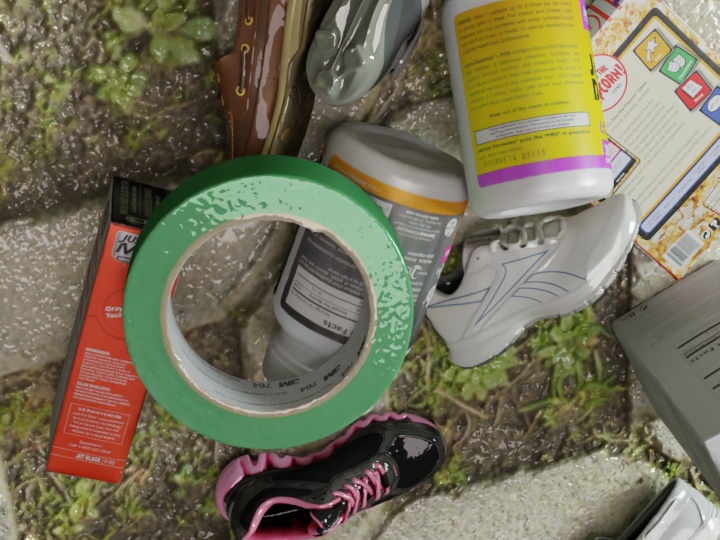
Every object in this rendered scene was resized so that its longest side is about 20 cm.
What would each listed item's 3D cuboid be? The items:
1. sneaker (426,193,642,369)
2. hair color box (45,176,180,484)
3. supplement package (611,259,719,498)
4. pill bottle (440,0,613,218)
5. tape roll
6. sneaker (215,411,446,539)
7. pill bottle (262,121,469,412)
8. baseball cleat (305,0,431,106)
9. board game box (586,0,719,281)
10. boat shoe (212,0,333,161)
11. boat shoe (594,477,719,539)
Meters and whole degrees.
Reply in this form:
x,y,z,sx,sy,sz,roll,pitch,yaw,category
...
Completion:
x,y,z,sx,sy,sz,roll,pitch,yaw,category
0.127,-0.002,1.024,0.199,0.075,0.087,-35,106,24,sneaker
-0.182,0.044,0.987,0.061,0.102,0.202,13,110,-14,hair color box
0.298,0.098,1.046,0.109,0.200,0.114,-30,116,4,supplement package
0.114,-0.144,0.933,0.103,0.104,0.203,-8,87,-7,pill bottle
-0.063,0.023,0.911,0.198,0.048,0.203,-2,112,-4,tape roll
-0.019,0.182,1.081,0.198,0.096,0.080,-18,113,-4,sneaker
0.000,0.000,0.995,0.115,0.117,0.202,15,110,-16,pill bottle
0.028,-0.208,0.919,0.070,0.106,0.201,39,113,8,baseball cleat
0.226,-0.109,1.029,0.199,0.046,0.152,37,102,-22,board game box
-0.070,-0.137,0.956,0.067,0.072,0.202,18,109,12,boat shoe
0.232,0.266,1.182,0.069,0.072,0.200,45,106,-2,boat shoe
